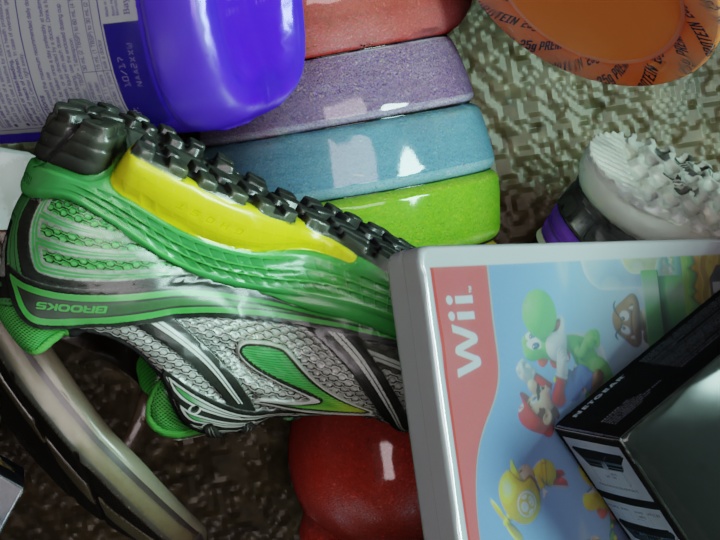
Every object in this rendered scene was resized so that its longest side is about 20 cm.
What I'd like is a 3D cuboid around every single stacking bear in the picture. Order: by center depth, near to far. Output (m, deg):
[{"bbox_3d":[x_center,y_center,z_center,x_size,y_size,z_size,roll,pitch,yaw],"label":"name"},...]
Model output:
[{"bbox_3d":[0.000,0.000,1.044,0.121,0.114,0.201,-11,94,-8],"label":"stacking bear"}]

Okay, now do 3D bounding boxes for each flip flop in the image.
[{"bbox_3d":[-0.105,0.008,0.979,0.057,0.081,0.200,-32,90,-15],"label":"flip flop"}]

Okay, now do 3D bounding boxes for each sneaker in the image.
[{"bbox_3d":[-0.025,0.020,0.948,0.200,0.078,0.085,25,100,-17],"label":"sneaker"},{"bbox_3d":[0.141,0.028,1.083,0.200,0.070,0.100,24,114,-20],"label":"sneaker"}]

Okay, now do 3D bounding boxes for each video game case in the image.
[{"bbox_3d":[0.094,0.061,0.947,0.200,0.017,0.143,-2,82,-43],"label":"video game case"}]

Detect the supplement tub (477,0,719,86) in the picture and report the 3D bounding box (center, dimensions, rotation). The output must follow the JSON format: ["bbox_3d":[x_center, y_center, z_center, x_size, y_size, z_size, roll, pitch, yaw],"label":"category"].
[{"bbox_3d":[0.115,-0.166,1.018,0.122,0.123,0.200,34,56,-5],"label":"supplement tub"}]

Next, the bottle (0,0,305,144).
[{"bbox_3d":[-0.115,-0.084,0.998,0.200,0.065,0.084,-2,102,34],"label":"bottle"}]

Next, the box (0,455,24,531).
[{"bbox_3d":[-0.225,0.117,0.971,0.159,0.046,0.200,28,90,-7],"label":"box"}]

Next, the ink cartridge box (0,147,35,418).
[{"bbox_3d":[-0.183,0.044,1.034,0.116,0.067,0.201,12,87,-7],"label":"ink cartridge box"}]

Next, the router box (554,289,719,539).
[{"bbox_3d":[0.184,0.052,0.925,0.200,0.052,0.157,-37,103,-15],"label":"router box"}]
